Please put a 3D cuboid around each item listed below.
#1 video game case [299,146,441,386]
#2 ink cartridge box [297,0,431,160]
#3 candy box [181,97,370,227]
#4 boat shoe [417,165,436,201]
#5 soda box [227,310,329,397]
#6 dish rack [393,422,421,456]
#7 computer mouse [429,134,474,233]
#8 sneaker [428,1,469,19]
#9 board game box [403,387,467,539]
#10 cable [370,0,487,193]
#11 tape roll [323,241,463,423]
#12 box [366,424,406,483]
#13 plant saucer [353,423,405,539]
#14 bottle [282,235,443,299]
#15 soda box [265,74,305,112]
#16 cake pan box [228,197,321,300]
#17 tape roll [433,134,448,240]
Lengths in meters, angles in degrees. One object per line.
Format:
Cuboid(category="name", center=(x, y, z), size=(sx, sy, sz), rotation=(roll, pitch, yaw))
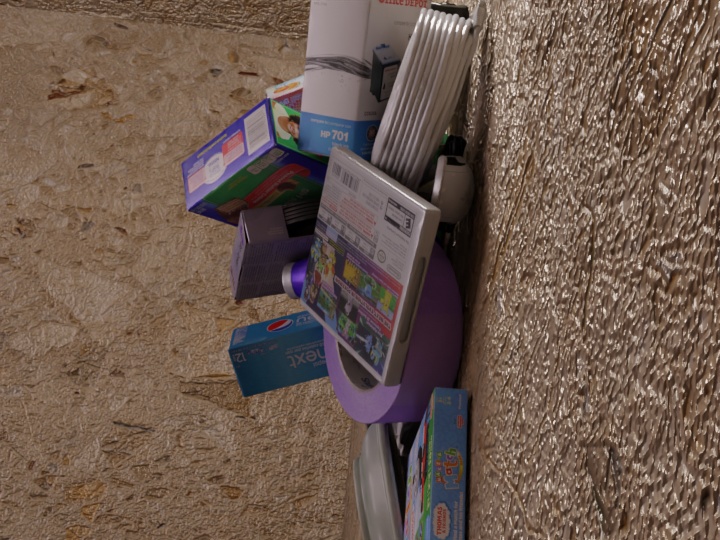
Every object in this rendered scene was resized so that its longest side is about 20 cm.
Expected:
Cuboid(category="video game case", center=(0.004, -0.009, 1.085), size=(0.200, 0.023, 0.184), rotation=(39, 122, 53))
Cuboid(category="ink cartridge box", center=(0.006, -0.236, 1.236), size=(0.146, 0.085, 0.202), rotation=(-17, -62, -56))
Cuboid(category="candy box", center=(-0.093, -0.114, 1.330), size=(0.168, 0.199, 0.078), rotation=(-30, 58, 35))
Cuboid(category="boat shoe", center=(0.028, -0.085, 1.230), size=(0.075, 0.073, 0.199), rotation=(-47, -11, 35))
Cuboid(category="soda box", center=(-0.055, 0.088, 1.290), size=(0.064, 0.198, 0.069), rotation=(-90, -15, -70))
Cuboid(category="dish rack", center=(0.066, 0.120, 1.301), size=(0.172, 0.043, 0.202), rotation=(102, 172, -62))
Cuboid(category="computer mouse", center=(0.096, -0.083, 1.121), size=(0.200, 0.043, 0.111), rotation=(-67, -12, -79))
Cuboid(category="sneaker", center=(0.092, -0.297, 1.354), size=(0.200, 0.074, 0.080), rotation=(-94, 8, -78))
Cuboid(category="board game box", center=(0.070, 0.222, 1.025), size=(0.201, 0.036, 0.153), rotation=(98, 176, -61))
Cuboid(category="cable", center=(0.064, -0.177, 1.135), size=(0.201, 0.069, 0.201), rotation=(110, -179, -50))
Cuboid(category="tape roll", center=(0.030, 0.060, 1.132), size=(0.200, 0.065, 0.203), rotation=(-9, 80, 62))
Cuboid(category="box", center=(0.028, 0.196, 1.493), size=(0.200, 0.049, 0.201), rotation=(133, 129, -88))
Cuboid(category="plant saucer", center=(0.025, 0.261, 1.205), size=(0.200, 0.050, 0.203), rotation=(-10, -90, -87))
Cuboid(category="bottle", center=(0.000, 0.000, 1.278), size=(0.083, 0.198, 0.066), rotation=(-22, -79, -62))
Cuboid(category="soda box", center=(-0.017, -0.227, 1.357), size=(0.064, 0.198, 0.069), rotation=(-115, 5, -66))
Cuboid(category="cake pan box", center=(-0.070, -0.028, 1.362), size=(0.200, 0.182, 0.053), rotation=(114, 143, -65))
Cuboid(category="tape roll", center=(0.080, -0.082, 1.407), size=(0.200, 0.048, 0.203), rotation=(-174, 90, -87))
